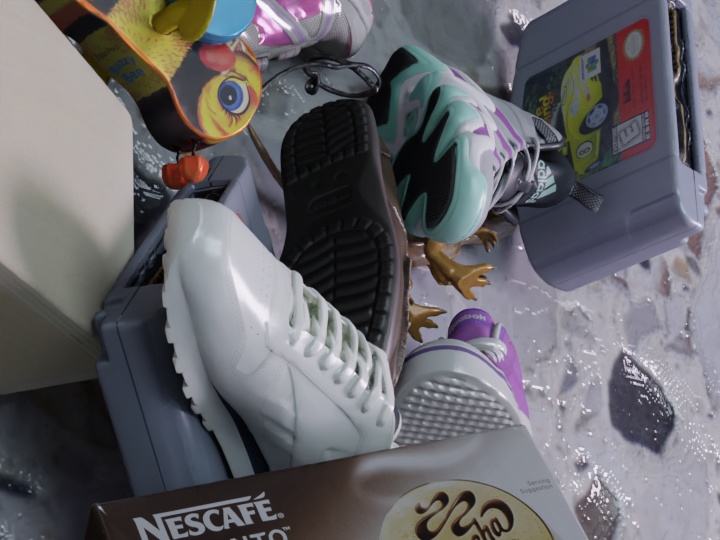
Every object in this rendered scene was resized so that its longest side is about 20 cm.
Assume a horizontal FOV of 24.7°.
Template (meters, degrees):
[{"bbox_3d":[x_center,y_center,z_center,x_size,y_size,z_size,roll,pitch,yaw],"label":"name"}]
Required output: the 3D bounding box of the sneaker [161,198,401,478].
[{"bbox_3d":[-0.028,0.040,0.706,0.201,0.080,0.077,67,21,-46],"label":"sneaker"}]

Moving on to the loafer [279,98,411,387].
[{"bbox_3d":[0.000,0.000,0.845,0.071,0.072,0.201,54,29,-43],"label":"loafer"}]

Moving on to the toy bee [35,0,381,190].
[{"bbox_3d":[-0.085,-0.102,0.793,0.199,0.131,0.109,22,66,-7],"label":"toy bee"}]

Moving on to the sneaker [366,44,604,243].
[{"bbox_3d":[0.085,-0.058,0.956,0.139,0.078,0.200,24,25,-19],"label":"sneaker"}]

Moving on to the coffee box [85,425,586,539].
[{"bbox_3d":[-0.005,0.144,0.663,0.198,0.080,0.113,-7,50,-26],"label":"coffee box"}]

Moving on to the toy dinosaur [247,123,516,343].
[{"bbox_3d":[0.018,-0.016,0.962,0.199,0.061,0.106,11,33,-43],"label":"toy dinosaur"}]

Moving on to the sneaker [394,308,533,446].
[{"bbox_3d":[0.052,0.060,0.894,0.201,0.072,0.115,65,17,-59],"label":"sneaker"}]

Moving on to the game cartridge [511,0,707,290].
[{"bbox_3d":[0.154,-0.094,1.049,0.041,0.133,0.202,22,56,-34],"label":"game cartridge"}]

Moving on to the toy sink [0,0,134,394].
[{"bbox_3d":[-0.182,-0.041,0.677,0.200,0.111,0.131,53,29,-63],"label":"toy sink"}]

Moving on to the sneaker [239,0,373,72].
[{"bbox_3d":[-0.070,-0.150,0.925,0.199,0.081,0.089,19,94,-51],"label":"sneaker"}]

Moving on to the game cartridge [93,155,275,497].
[{"bbox_3d":[-0.070,0.041,0.777,0.200,0.040,0.134,-70,154,-64],"label":"game cartridge"}]
